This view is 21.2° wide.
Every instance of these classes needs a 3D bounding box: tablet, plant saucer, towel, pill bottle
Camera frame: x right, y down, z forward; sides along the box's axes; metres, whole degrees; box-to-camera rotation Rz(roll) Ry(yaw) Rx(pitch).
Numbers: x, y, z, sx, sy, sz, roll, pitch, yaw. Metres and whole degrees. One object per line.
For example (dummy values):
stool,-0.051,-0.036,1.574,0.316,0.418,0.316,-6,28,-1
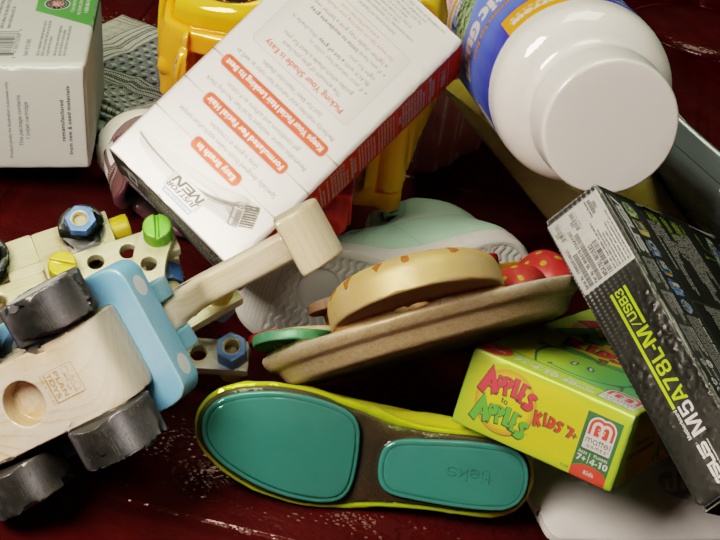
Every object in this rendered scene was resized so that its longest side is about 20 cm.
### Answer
tablet,0.186,0.124,1.183,0.199,0.014,0.130,1,30,-18
plant saucer,0.167,-0.048,1.327,0.200,0.048,0.200,44,-2,45
towel,-0.180,-0.151,1.528,0.192,0.035,0.200,27,32,25
pill bottle,0.125,-0.122,1.180,0.112,0.113,0.200,5,22,-13
plant saucer,0.082,-0.171,1.487,0.051,0.201,0.201,12,28,2

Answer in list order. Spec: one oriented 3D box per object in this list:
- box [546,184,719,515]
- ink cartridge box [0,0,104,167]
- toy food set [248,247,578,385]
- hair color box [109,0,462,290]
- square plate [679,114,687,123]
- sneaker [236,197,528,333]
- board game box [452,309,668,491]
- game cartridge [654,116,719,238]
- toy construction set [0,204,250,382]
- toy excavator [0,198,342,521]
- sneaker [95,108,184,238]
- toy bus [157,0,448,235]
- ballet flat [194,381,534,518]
box,0.211,0.056,1.120,0.193,0.047,0.201,19,38,-53
ink cartridge box,-0.289,-0.139,1.382,0.199,0.083,0.147,0,29,-2
toy food set,0.030,0.025,1.126,0.200,0.049,0.198,-10,-8,-46
hair color box,-0.044,-0.099,1.189,0.111,0.064,0.200,44,80,11
square plate,0.176,-0.137,1.467,0.198,0.028,0.200,49,-5,7
sneaker,0.000,0.000,1.291,0.200,0.074,0.118,-8,19,-18
board game box,0.144,0.072,1.150,0.101,0.048,0.200,22,15,23
game cartridge,0.217,-0.057,1.308,0.133,0.042,0.200,40,-3,16
toy construction set,-0.174,0.028,1.155,0.199,0.092,0.131,-12,60,-24
toy excavator,-0.121,0.030,1.068,0.194,0.100,0.200,-27,7,22
sneaker,-0.086,-0.062,1.373,0.199,0.076,0.116,-4,35,-8
toy bus,-0.051,-0.109,1.287,0.199,0.136,0.193,9,48,3
ballet flat,0.001,0.103,1.111,0.199,0.067,0.067,11,7,-8
